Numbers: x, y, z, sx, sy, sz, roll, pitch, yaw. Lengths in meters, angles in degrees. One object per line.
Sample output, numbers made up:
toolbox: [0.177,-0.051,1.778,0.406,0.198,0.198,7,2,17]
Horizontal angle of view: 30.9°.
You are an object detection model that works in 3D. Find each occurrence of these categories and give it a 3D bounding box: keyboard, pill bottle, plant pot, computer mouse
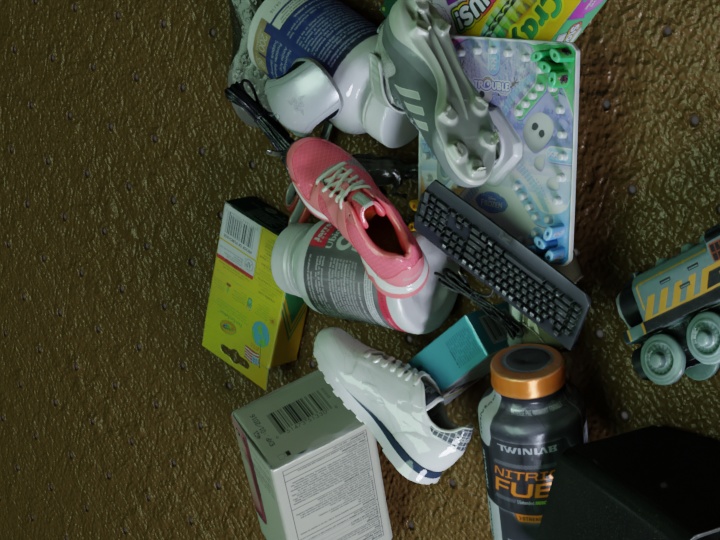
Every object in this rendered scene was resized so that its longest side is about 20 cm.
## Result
keyboard: [0.126,0.008,1.231,0.200,0.021,0.128,40,148,24]
pill bottle: [0.171,0.174,1.271,0.106,0.106,0.201,13,123,40]
plant pot: [0.271,0.251,1.177,0.177,0.199,0.201,38,126,45]
pill bottle: [0.000,0.000,1.407,0.199,0.110,0.112,10,108,41]
computer mouse: [-0.079,-0.168,1.345,0.110,0.044,0.200,55,159,-7]
pill bottle: [-0.018,-0.213,1.365,0.200,0.111,0.112,39,125,30]

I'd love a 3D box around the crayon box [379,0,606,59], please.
crayon box: [0.130,-0.266,1.247,0.173,0.058,0.200,53,132,19]

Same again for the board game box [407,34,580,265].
board game box: [0.119,-0.117,1.227,0.199,0.026,0.202,15,111,47]

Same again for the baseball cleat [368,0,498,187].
baseball cleat: [0.066,-0.155,1.219,0.106,0.069,0.201,-42,58,53]

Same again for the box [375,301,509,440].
box: [0.087,0.107,1.375,0.200,0.082,0.049,-43,71,41]

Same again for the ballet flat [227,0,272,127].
ballet flat: [-0.124,-0.268,1.503,0.067,0.046,0.202,-3,107,12]

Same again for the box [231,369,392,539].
box: [-0.052,0.231,1.451,0.109,0.127,0.201,45,152,45]

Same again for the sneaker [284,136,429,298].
sneaker: [0.000,-0.067,1.281,0.200,0.074,0.087,49,168,16]

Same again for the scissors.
scissors: [-0.043,-0.130,1.463,0.201,0.014,0.073,-61,28,32]

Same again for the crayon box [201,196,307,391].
crayon box: [-0.123,0.027,1.573,0.127,0.051,0.201,32,121,33]

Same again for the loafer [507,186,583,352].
loafer: [0.187,-0.009,1.265,0.069,0.075,0.202,9,111,27]

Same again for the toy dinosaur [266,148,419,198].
toy dinosaur: [-0.006,-0.098,1.386,0.088,0.198,0.048,111,165,-61]

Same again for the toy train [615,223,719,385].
toy train: [0.312,0.026,1.147,0.200,0.085,0.115,-34,66,45]

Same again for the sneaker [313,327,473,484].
sneaker: [0.033,0.122,1.333,0.200,0.076,0.081,46,117,20]
